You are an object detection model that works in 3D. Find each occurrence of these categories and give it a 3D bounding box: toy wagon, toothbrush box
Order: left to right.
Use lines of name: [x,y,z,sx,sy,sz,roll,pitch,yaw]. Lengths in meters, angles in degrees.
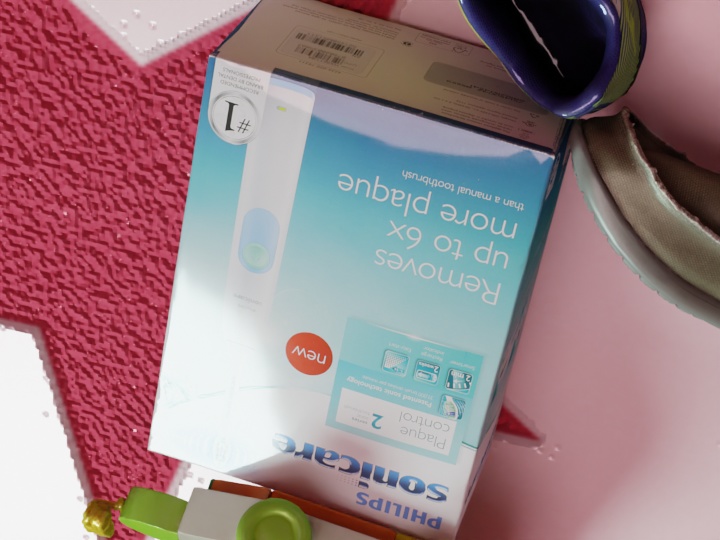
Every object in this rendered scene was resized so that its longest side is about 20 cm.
toy wagon: [-0.028,0.131,0.880,0.200,0.040,0.155,19,164,2]
toothbrush box: [0.000,0.000,0.831,0.146,0.085,0.200,18,122,8]

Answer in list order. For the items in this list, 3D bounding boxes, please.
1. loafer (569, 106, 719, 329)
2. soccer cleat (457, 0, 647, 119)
loafer: [0.169,-0.009,0.780,0.200,0.075,0.070,35,116,-19]
soccer cleat: [0.046,-0.147,0.739,0.065,0.084,0.200,-28,105,28]
